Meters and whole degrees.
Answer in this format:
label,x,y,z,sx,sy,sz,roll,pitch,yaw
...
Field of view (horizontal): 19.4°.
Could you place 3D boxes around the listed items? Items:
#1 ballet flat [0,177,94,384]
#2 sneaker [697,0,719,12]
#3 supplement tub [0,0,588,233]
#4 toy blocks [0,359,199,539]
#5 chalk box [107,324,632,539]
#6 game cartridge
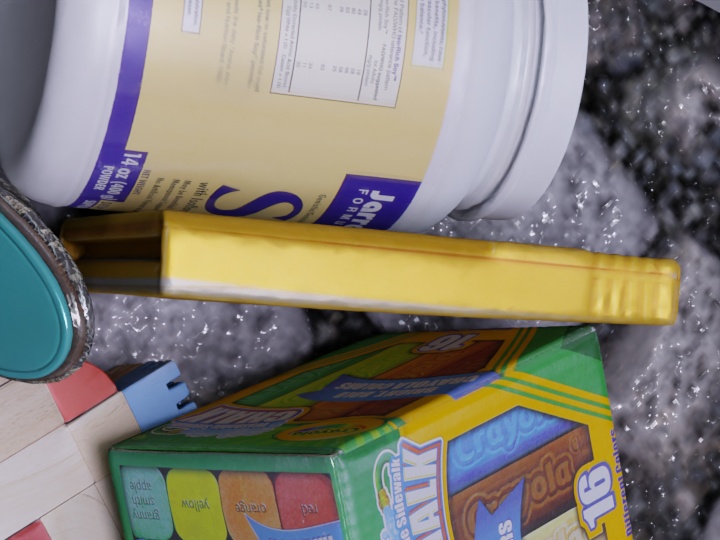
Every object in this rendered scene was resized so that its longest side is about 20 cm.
label,x,y,z,sx,sy,sz,roll,pitch,yaw
ballet flat,-0.171,-0.024,0.756,0.198,0.075,0.068,23,108,11
sneaker,0.189,-0.146,0.915,0.199,0.076,0.081,27,72,-19
supplement tub,-0.030,-0.089,0.794,0.198,0.145,0.147,5,89,-20
toy blocks,-0.117,0.085,0.803,0.136,0.100,0.201,-31,101,-29
chalk box,-0.006,0.106,0.773,0.199,0.124,0.125,-21,103,-47
game cartridge,0.000,0.000,0.790,0.198,0.176,0.033,3,89,-20
